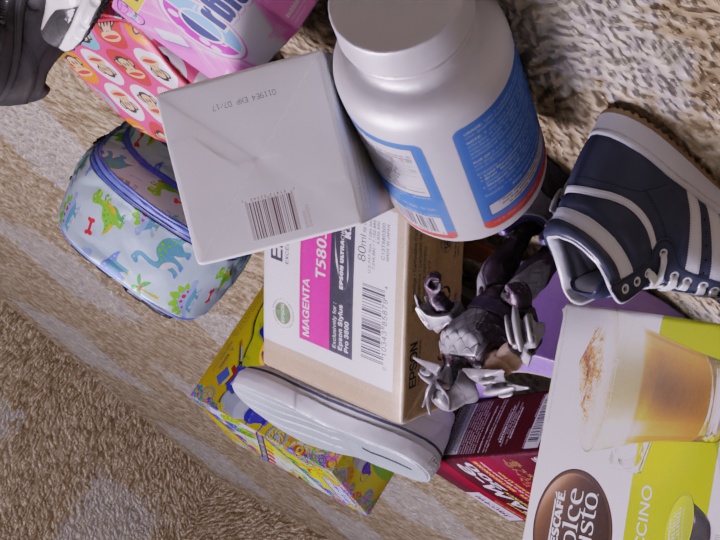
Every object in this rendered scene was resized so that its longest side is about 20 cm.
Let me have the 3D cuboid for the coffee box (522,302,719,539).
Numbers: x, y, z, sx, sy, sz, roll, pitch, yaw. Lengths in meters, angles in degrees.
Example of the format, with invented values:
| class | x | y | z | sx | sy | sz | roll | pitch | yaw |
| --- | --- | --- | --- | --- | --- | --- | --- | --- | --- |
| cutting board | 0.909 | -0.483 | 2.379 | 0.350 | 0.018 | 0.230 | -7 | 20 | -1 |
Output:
| class | x | y | z | sx | sy | sz | roll | pitch | yaw |
| --- | --- | --- | --- | --- | --- | --- | --- | --- | --- |
| coffee box | 0.249 | 0.143 | 1.040 | 0.198 | 0.202 | 0.197 | 12 | 178 | -33 |

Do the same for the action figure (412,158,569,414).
| class | x | y | z | sx | sy | sz | roll | pitch | yaw |
| --- | --- | --- | --- | --- | --- | --- | --- | --- | --- |
| action figure | 0.096 | 0.014 | 1.071 | 0.129 | 0.201 | 0.069 | 13 | 155 | 50 |

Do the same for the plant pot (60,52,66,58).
| class | x | y | z | sx | sy | sz | roll | pitch | yaw |
| --- | --- | --- | --- | --- | --- | --- | --- | --- | --- |
| plant pot | -0.370 | -0.235 | 1.195 | 0.199 | 0.176 | 0.202 | 25 | 138 | 31 |

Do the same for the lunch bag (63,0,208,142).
| class | x | y | z | sx | sy | sz | roll | pitch | yaw |
| --- | --- | --- | --- | --- | --- | --- | --- | --- | --- |
| lunch bag | -0.173 | -0.180 | 1.257 | 0.176 | 0.082 | 0.199 | 45 | 162 | -33 |

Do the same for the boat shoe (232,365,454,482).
| class | x | y | z | sx | sy | sz | roll | pitch | yaw |
| --- | --- | --- | --- | --- | --- | --- | --- | --- | --- |
| boat shoe | -0.012 | 0.116 | 1.339 | 0.198 | 0.067 | 0.074 | 22 | 154 | 19 |

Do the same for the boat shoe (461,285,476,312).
| class | x | y | z | sx | sy | sz | roll | pitch | yaw |
| --- | --- | --- | --- | --- | --- | --- | --- | --- | --- |
| boat shoe | 0.137 | 0.092 | 1.404 | 0.199 | 0.069 | 0.075 | 33 | 165 | -1 |

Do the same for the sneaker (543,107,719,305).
| class | x | y | z | sx | sy | sz | roll | pitch | yaw |
| --- | --- | --- | --- | --- | --- | --- | --- | --- | --- |
| sneaker | 0.202 | 0.000 | 0.986 | 0.199 | 0.109 | 0.070 | 37 | 165 | -13 |

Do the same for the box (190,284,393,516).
| class | x | y | z | sx | sy | sz | roll | pitch | yaw |
| --- | --- | --- | --- | --- | --- | --- | --- | --- | --- |
| box | -0.031 | 0.109 | 1.619 | 0.191 | 0.201 | 0.122 | 23 | 161 | 30 |

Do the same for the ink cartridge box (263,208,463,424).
| class | x | y | z | sx | sy | sz | roll | pitch | yaw |
| --- | --- | --- | --- | --- | --- | --- | --- | --- | --- |
| ink cartridge box | 0.000 | 0.000 | 1.261 | 0.164 | 0.075 | 0.203 | 19 | 117 | 39 |

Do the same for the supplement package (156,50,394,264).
| class | x | y | z | sx | sy | sz | roll | pitch | yaw |
| --- | --- | --- | --- | --- | --- | --- | --- | --- | --- |
| supplement package | -0.046 | -0.078 | 1.049 | 0.200 | 0.112 | 0.111 | -32 | -71 | -79 |

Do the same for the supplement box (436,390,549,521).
| class | x | y | z | sx | sy | sz | roll | pitch | yaw |
| --- | --- | --- | --- | --- | --- | --- | --- | --- | --- |
| supplement box | 0.146 | 0.154 | 1.278 | 0.108 | 0.061 | 0.199 | 34 | 159 | -18 |

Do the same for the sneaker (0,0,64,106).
| class | x | y | z | sx | sy | sz | roll | pitch | yaw |
| --- | --- | --- | --- | --- | --- | --- | --- | --- | --- |
| sneaker | -0.241 | -0.212 | 1.162 | 0.076 | 0.201 | 0.090 | 39 | -157 | 27 |

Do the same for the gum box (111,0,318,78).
| class | x | y | z | sx | sy | sz | roll | pitch | yaw |
| --- | --- | --- | --- | --- | --- | --- | --- | --- | --- |
| gum box | -0.093 | -0.198 | 1.068 | 0.113 | 0.067 | 0.200 | 35 | 164 | -10 |

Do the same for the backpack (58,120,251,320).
| class | x | y | z | sx | sy | sz | roll | pitch | yaw |
| --- | --- | --- | --- | --- | --- | --- | --- | --- | --- |
| backpack | -0.175 | -0.060 | 1.425 | 0.182 | 0.148 | 0.200 | 34 | -163 | -5 |

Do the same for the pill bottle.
| class | x | y | z | sx | sy | sz | roll | pitch | yaw |
| --- | --- | --- | --- | --- | --- | --- | --- | --- | --- |
| pill bottle | 0.047 | -0.111 | 0.964 | 0.111 | 0.113 | 0.200 | 26 | 162 | 26 |

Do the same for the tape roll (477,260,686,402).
| class | x | y | z | sx | sy | sz | roll | pitch | yaw |
| --- | --- | --- | --- | --- | --- | --- | --- | --- | --- |
| tape roll | 0.183 | 0.082 | 1.269 | 0.198 | 0.086 | 0.200 | 23 | 159 | 9 |

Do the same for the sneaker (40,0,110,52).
| class | x | y | z | sx | sy | sz | roll | pitch | yaw |
| --- | --- | --- | --- | --- | --- | --- | --- | --- | --- |
| sneaker | -0.192 | -0.233 | 1.069 | 0.079 | 0.074 | 0.201 | 25 | 138 | -7 |

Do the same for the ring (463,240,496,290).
| class | x | y | z | sx | sy | sz | roll | pitch | yaw |
| --- | --- | --- | --- | --- | --- | --- | --- | --- | --- |
| ring | 0.126 | 0.019 | 1.371 | 0.199 | 0.019 | 0.201 | 30 | 164 | 10 |

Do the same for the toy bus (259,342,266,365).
| class | x | y | z | sx | sy | sz | roll | pitch | yaw |
| --- | --- | --- | --- | --- | --- | --- | --- | --- | --- |
| toy bus | 0.008 | 0.068 | 1.451 | 0.198 | 0.079 | 0.065 | -4 | -133 | -44 |
